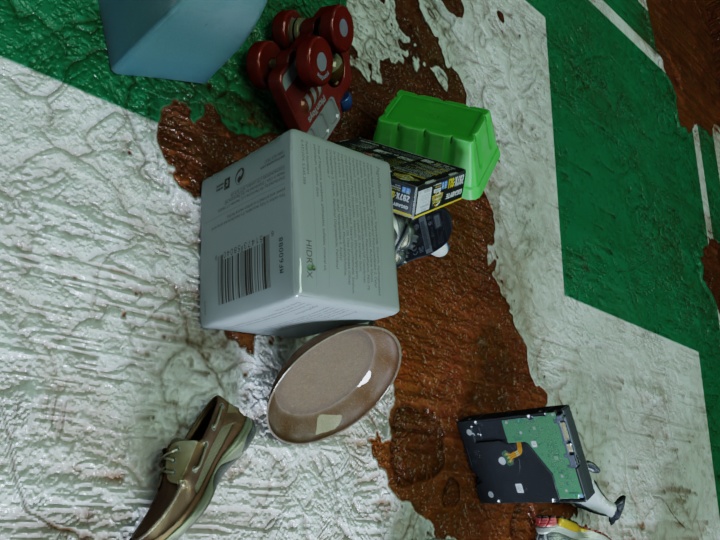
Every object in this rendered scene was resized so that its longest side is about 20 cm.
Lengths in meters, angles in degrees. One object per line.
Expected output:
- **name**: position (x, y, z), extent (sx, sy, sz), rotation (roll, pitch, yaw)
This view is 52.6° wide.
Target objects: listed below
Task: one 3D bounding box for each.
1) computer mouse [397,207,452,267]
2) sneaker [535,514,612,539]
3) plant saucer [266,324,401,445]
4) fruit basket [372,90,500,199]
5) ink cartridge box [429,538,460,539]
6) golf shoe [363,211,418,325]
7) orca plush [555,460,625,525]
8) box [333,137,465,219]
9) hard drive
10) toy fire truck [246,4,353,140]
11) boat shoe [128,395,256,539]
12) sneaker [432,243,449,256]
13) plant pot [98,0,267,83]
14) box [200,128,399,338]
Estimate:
- **computer mouse**: position (0.039, -0.064, 1.083), extent (0.198, 0.046, 0.142), rotation (-31, 122, -12)
- **sneaker**: position (0.380, 0.499, 1.301), extent (0.198, 0.077, 0.084), rotation (26, 64, -27)
- **plant saucer**: position (-0.038, 0.139, 0.935), extent (0.198, 0.203, 0.037), rotation (9, 29, -43)
- **fruit basket**: position (0.121, -0.175, 1.191), extent (0.217, 0.213, 0.157), rotation (50, 48, -21)
- **ink cartridge box**: position (0.121, 0.508, 1.020), extent (0.144, 0.083, 0.204), rotation (-24, 96, -46)
- **golf shoe**: position (0.000, 0.000, 1.015), extent (0.093, 0.203, 0.078), rotation (12, 26, -25)
- **orca plush**: position (0.409, 0.387, 1.358), extent (0.197, 0.107, 0.071), rotation (23, 18, -12)
- **box**: position (0.032, -0.138, 1.044), extent (0.159, 0.197, 0.050), rotation (-28, 132, -53)
- **hard drive**: position (0.255, 0.290, 1.141), extent (0.037, 0.198, 0.143), rotation (-16, 88, -45)
- **toy fire truck**: position (-0.068, -0.285, 1.077), extent (0.202, 0.110, 0.170), rotation (-63, 144, -36)
- **boat shoe**: position (-0.194, 0.221, 0.806), extent (0.072, 0.075, 0.201), rotation (52, 38, -15)
- **sneaker**: position (0.067, -0.069, 1.165), extent (0.199, 0.071, 0.074), rotation (34, 79, -35)
- **plant pot**: position (-0.204, -0.340, 0.873), extent (0.140, 0.198, 0.145), rotation (-7, 81, -45)
- **box**: position (-0.078, -0.033, 0.905), extent (0.169, 0.197, 0.205), rotation (12, 69, -42)
